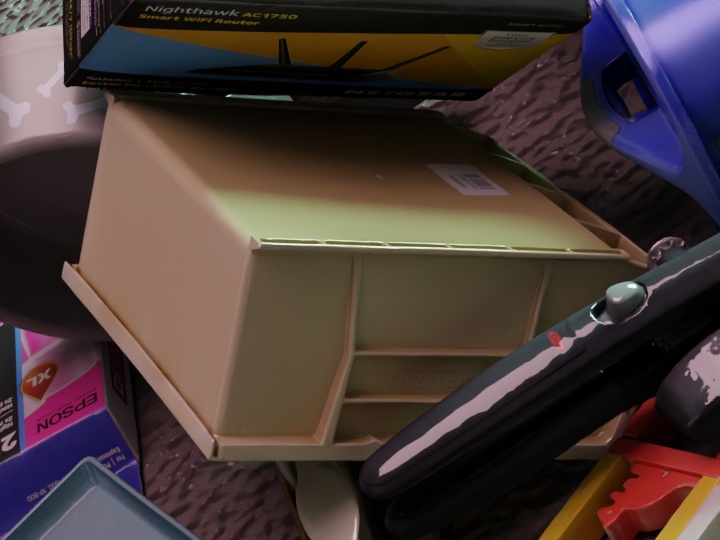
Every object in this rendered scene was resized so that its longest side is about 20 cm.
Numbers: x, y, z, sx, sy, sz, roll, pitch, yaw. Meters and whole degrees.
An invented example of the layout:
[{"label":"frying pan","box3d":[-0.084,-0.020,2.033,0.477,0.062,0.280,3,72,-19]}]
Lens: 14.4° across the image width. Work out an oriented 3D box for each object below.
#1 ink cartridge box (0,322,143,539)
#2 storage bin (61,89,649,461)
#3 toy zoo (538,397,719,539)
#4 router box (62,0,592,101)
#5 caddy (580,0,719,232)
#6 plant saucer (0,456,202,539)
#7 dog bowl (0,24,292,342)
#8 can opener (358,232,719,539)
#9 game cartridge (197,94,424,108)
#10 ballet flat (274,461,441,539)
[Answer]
[{"label":"ink cartridge box","box3d":[-0.162,0.071,1.435,0.095,0.037,0.200,-29,34,9]},{"label":"storage bin","box3d":[0.000,0.000,1.229,0.198,0.094,0.200,2,19,-25]},{"label":"toy zoo","box3d":[0.150,0.083,1.122,0.131,0.020,0.200,11,54,51]},{"label":"router box","box3d":[-0.019,-0.116,1.239,0.149,0.199,0.051,147,122,-70]},{"label":"caddy","box3d":[0.146,-0.088,1.244,0.105,0.142,0.200,-27,31,4]},{"label":"plant saucer","box3d":[-0.097,0.145,1.275,0.070,0.019,0.200,-45,34,-12]},{"label":"dog bowl","box3d":[-0.122,-0.035,1.364,0.200,0.200,0.059,-19,53,26]},{"label":"can opener","box3d":[0.089,0.043,1.135,0.200,0.063,0.079,-25,31,-2]},{"label":"game cartridge","box3d":[-0.068,-0.089,1.408,0.133,0.200,0.041,-27,65,39]},{"label":"ballet flat","box3d":[-0.007,0.096,1.209,0.068,0.072,0.200,-32,31,9]}]
